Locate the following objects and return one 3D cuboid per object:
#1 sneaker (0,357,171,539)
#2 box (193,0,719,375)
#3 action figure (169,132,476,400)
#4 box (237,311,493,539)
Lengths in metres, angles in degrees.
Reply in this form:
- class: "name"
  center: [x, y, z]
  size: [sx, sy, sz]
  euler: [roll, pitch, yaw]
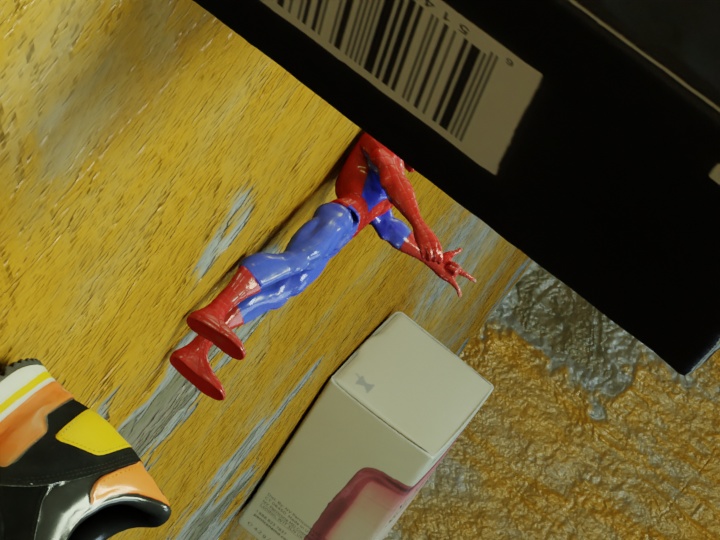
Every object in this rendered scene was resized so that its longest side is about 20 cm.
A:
- class: "sneaker"
  center: [-0.149, 0.125, 0.900]
  size: [0.200, 0.090, 0.070]
  euler: [-50, 174, -26]
- class: "box"
  center: [0.059, -0.122, 0.525]
  size: [0.200, 0.197, 0.117]
  euler: [-50, 174, -18]
- class: "action figure"
  center: [0.000, 0.000, 1.296]
  size: [0.200, 0.099, 0.065]
  euler: [-51, 176, -36]
- class: "box"
  center: [0.004, 0.156, 2.144]
  size: [0.128, 0.109, 0.200]
  euler: [-44, 170, -50]
